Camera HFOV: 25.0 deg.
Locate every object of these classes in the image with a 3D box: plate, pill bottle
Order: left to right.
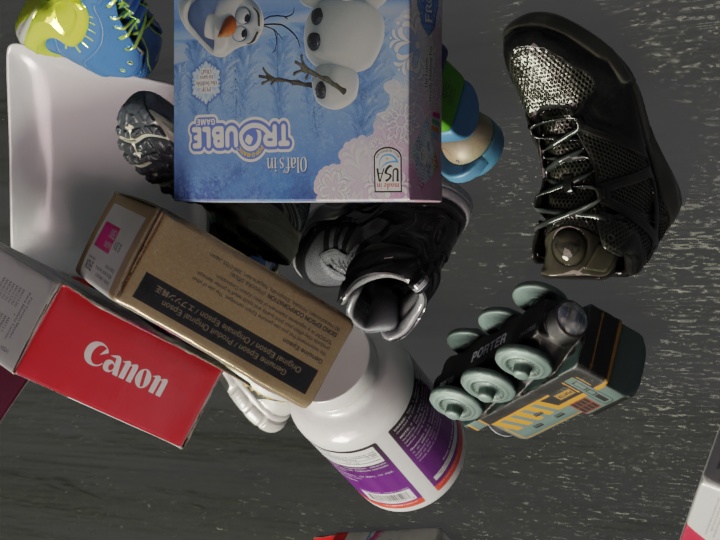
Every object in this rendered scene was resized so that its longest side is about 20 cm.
[{"bbox_3d":[-0.203,-0.079,1.345,0.198,0.032,0.202,17,120,21],"label":"plate"},{"bbox_3d":[0.010,0.120,1.385,0.112,0.113,0.200,8,154,29],"label":"pill bottle"}]

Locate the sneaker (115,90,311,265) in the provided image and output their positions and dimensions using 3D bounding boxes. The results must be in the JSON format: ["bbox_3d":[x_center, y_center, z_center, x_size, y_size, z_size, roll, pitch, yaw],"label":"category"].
[{"bbox_3d":[-0.108,-0.088,1.248,0.077,0.087,0.200,10,157,41],"label":"sneaker"}]

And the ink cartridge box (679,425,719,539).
[{"bbox_3d":[0.364,0.208,1.291,0.198,0.084,0.146,20,145,13],"label":"ink cartridge box"}]

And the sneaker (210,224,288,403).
[{"bbox_3d":[-0.093,0.028,1.396,0.200,0.075,0.090,44,128,-7],"label":"sneaker"}]

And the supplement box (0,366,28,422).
[{"bbox_3d":[-0.454,0.147,1.785,0.103,0.131,0.200,39,144,-14],"label":"supplement box"}]

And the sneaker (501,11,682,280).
[{"bbox_3d":[0.144,-0.070,1.075,0.076,0.115,0.200,-4,132,37],"label":"sneaker"}]

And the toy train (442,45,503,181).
[{"bbox_3d":[-0.002,-0.107,1.165,0.199,0.085,0.116,-3,150,41],"label":"toy train"}]

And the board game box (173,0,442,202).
[{"bbox_3d":[-0.038,-0.144,1.063,0.199,0.043,0.201,1,93,36],"label":"board game box"}]

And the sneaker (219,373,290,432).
[{"bbox_3d":[-0.115,0.053,1.482,0.080,0.074,0.200,-37,107,25],"label":"sneaker"}]

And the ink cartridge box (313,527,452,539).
[{"bbox_3d":[0.034,0.334,1.716,0.199,0.068,0.116,-13,127,46],"label":"ink cartridge box"}]

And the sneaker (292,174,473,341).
[{"bbox_3d":[0.000,0.000,1.263,0.075,0.115,0.199,36,146,-24],"label":"sneaker"}]

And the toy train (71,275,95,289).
[{"bbox_3d":[-0.266,0.067,1.553,0.199,0.116,0.085,-17,125,47],"label":"toy train"}]

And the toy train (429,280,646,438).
[{"bbox_3d":[0.138,0.082,1.307,0.113,0.086,0.200,29,148,-15],"label":"toy train"}]

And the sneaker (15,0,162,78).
[{"bbox_3d":[-0.177,-0.202,1.195,0.105,0.076,0.200,28,155,-20],"label":"sneaker"}]

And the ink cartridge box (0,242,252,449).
[{"bbox_3d":[-0.215,0.066,1.330,0.175,0.084,0.200,25,175,44],"label":"ink cartridge box"}]

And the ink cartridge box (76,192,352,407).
[{"bbox_3d":[-0.114,0.018,1.208,0.164,0.076,0.200,30,177,-18],"label":"ink cartridge box"}]
